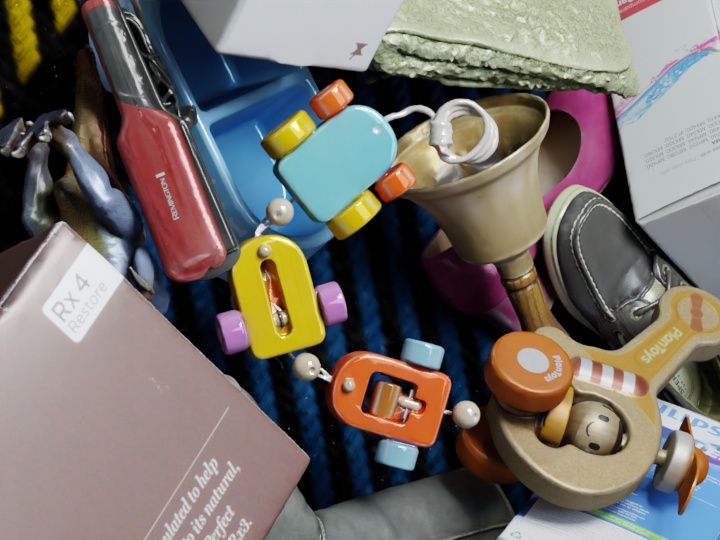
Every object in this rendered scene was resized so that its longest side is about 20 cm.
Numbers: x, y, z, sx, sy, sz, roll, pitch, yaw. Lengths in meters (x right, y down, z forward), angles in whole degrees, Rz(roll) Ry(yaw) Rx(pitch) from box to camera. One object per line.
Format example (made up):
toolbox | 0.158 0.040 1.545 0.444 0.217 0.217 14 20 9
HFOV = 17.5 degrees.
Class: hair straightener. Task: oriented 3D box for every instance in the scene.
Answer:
hair straightener | -0.116 -0.086 1.227 0.200 0.041 0.077 63 9 6

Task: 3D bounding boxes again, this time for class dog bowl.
dog bowl | -0.073 -0.091 1.310 0.111 0.050 0.200 -29 94 -42

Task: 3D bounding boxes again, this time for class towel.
towel | 0.066 -0.168 1.351 0.200 0.036 0.148 4 53 -30

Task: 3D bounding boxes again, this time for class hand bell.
hand bell | 0.095 0.009 1.349 0.104 0.104 0.200 -46 121 -39

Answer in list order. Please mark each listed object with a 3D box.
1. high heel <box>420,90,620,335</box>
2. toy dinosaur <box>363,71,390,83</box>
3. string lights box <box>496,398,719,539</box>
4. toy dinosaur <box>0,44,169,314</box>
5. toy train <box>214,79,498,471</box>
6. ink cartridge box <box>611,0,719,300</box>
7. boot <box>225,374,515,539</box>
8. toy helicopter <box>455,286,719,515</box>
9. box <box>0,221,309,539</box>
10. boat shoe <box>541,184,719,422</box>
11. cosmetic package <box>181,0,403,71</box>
high heel | 0.096 -0.061 1.432 0.096 0.067 0.200 38 67 -37
toy dinosaur | 0.025 -0.178 1.404 0.200 0.077 0.102 -38 108 -38
string lights box | 0.155 0.144 1.324 0.200 0.103 0.059 -41 148 -56
toy dinosaur | -0.118 -0.003 1.210 0.182 0.105 0.200 53 47 -19
toy train | 0.000 0.000 1.259 0.150 0.056 0.200 11 89 -13
ink cartridge box | 0.224 -0.089 1.476 0.146 0.083 0.200 41 34 -45
boot | 0.000 0.132 1.284 0.200 0.073 0.182 -11 96 -35
toy helicopter | 0.156 0.070 1.308 0.132 0.079 0.200 36 45 18
box | -0.168 0.111 1.063 0.164 0.200 0.166 46 53 -19
boat shoe | 0.179 0.025 1.435 0.072 0.066 0.201 -52 129 -23
cosmetic package | -0.065 -0.198 1.270 0.101 0.071 0.200 3 39 -39
